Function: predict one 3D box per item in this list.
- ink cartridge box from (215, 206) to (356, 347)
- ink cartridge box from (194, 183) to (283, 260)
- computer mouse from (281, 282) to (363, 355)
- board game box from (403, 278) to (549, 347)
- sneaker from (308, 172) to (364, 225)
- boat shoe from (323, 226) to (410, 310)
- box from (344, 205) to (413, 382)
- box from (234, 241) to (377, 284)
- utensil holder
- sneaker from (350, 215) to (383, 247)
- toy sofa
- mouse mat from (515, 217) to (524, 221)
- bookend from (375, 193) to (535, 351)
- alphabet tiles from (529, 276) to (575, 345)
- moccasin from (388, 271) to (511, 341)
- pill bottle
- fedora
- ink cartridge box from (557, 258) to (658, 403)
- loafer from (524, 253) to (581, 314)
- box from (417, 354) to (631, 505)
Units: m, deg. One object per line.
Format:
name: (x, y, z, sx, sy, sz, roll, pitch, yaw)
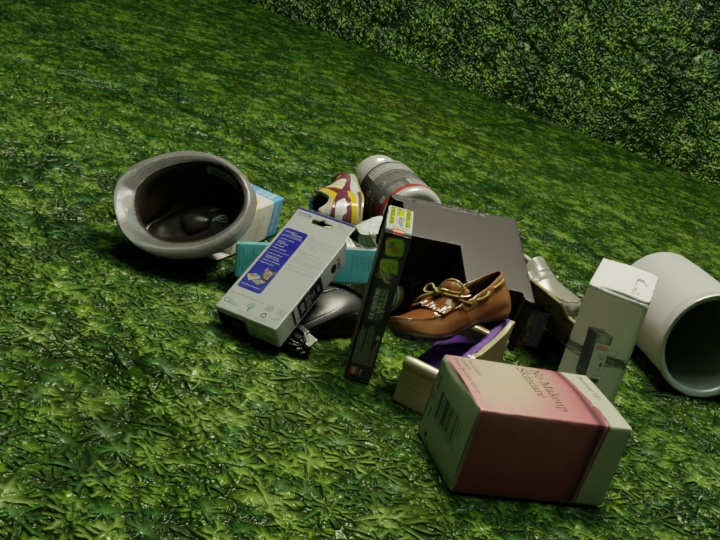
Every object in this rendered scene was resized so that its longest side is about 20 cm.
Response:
ink cartridge box: (-0.092, 0.005, 1.398, 0.099, 0.039, 0.200, 20, 55, 28)
ink cartridge box: (-0.214, -0.086, 1.643, 0.114, 0.068, 0.200, 23, 21, 14)
computer mouse: (-0.055, 0.053, 1.445, 0.138, 0.053, 0.199, 32, 25, 35)
board game box: (0.177, 0.049, 1.634, 0.199, 0.062, 0.199, -4, 29, -45)
sneaker: (-0.050, -0.130, 1.886, 0.089, 0.076, 0.200, 3, 16, -12)
boat shoe: (0.000, 0.000, 1.603, 0.062, 0.075, 0.200, 6, 25, -49)
box: (0.024, 0.029, 1.357, 0.034, 0.202, 0.110, 15, 21, -1)
box: (-0.073, -0.011, 1.502, 0.198, 0.050, 0.082, 3, 3, 2)
utensil holder: (0.512, 0.078, 1.689, 0.168, 0.171, 0.200, 12, 19, -14)
sneaker: (0.045, -0.049, 1.732, 0.080, 0.071, 0.200, -15, 10, -33)
toy sofa: (0.124, 0.113, 1.377, 0.082, 0.098, 0.200, 25, 22, 18)
mouse mat: (0.157, -0.040, 1.723, 0.161, 0.199, 0.008, -20, 86, -60)
bookend: (0.131, 0.000, 1.527, 0.197, 0.093, 0.201, 11, 37, -10)
alphabet tiles: (0.290, 0.068, 1.607, 0.167, 0.006, 0.200, 54, -5, -39)
moccasin: (0.116, 0.043, 1.363, 0.200, 0.079, 0.073, -14, 14, -33)
pill bottle: (0.061, -0.129, 1.916, 0.115, 0.117, 0.200, 8, 22, -24)
fedora: (-0.247, -0.077, 1.517, 0.198, 0.091, 0.178, -18, 64, -17)
ink cartridge box: (0.320, 0.101, 1.419, 0.084, 0.202, 0.146, 22, 20, 14)
loafer: (0.296, 0.011, 1.816, 0.070, 0.070, 0.199, -5, 31, -47)
box: (0.186, 0.184, 1.228, 0.198, 0.110, 0.128, 9, 21, -21)
